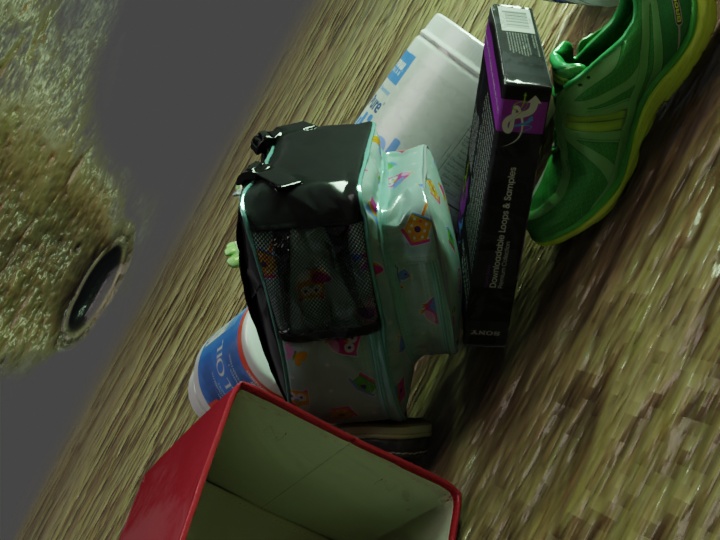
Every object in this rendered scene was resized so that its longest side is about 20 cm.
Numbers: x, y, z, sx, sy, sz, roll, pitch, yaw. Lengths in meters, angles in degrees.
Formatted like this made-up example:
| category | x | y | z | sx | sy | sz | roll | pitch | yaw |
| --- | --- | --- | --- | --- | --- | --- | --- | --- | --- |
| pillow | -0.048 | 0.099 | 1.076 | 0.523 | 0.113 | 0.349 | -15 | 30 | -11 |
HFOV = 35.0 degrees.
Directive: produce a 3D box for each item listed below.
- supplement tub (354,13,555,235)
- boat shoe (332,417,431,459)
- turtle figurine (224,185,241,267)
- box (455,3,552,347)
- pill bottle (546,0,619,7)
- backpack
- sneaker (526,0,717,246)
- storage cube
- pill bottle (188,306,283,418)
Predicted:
| category | x | y | z | sx | sy | sz | roll | pitch | yaw |
| --- | --- | --- | --- | --- | --- | --- | --- | --- | --- |
| supplement tub | 0.055 | -0.094 | 0.942 | 0.200 | 0.132 | 0.132 | -55 | 17 | 11 |
| boat shoe | -0.015 | 0.154 | 0.878 | 0.201 | 0.072 | 0.066 | -20 | 71 | 48 |
| turtle figurine | -0.101 | -0.032 | 1.312 | 0.194 | 0.144 | 0.200 | -49 | 16 | 47 |
| box | 0.097 | -0.067 | 0.804 | 0.143 | 0.036 | 0.201 | -86 | 3 | -57 |
| pill bottle | 0.184 | -0.263 | 0.887 | 0.111 | 0.111 | 0.200 | -58 | 16 | 7 |
| backpack | -0.004 | 0.009 | 0.810 | 0.176 | 0.153 | 0.201 | -88 | -3 | -66 |
| sneaker | 0.153 | -0.111 | 0.755 | 0.074 | 0.083 | 0.200 | -102 | 34 | -65 |
| storage cube | -0.064 | 0.209 | 0.731 | 0.180 | 0.171 | 0.200 | -44 | 24 | 49 |
| pill bottle | -0.101 | 0.098 | 1.141 | 0.200 | 0.112 | 0.112 | -38 | 27 | 55 |
